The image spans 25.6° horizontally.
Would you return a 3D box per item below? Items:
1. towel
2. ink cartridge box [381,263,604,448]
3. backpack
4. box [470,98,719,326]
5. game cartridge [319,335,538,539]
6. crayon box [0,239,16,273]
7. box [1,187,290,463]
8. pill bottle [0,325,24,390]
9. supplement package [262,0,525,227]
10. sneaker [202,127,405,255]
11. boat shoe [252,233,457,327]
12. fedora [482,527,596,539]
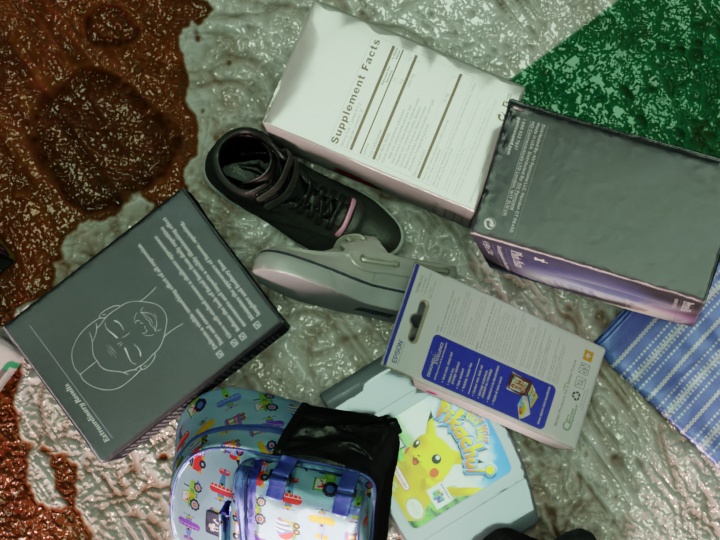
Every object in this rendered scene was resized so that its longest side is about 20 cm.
[{"bbox_3d":[0.326,0.083,1.426,0.200,0.024,0.145,43,88,4],"label":"towel"},{"bbox_3d":[0.113,0.076,1.379,0.199,0.037,0.095,25,75,-20],"label":"ink cartridge box"},{"bbox_3d":[-0.077,0.198,1.349,0.198,0.135,0.184,13,121,10],"label":"backpack"},{"bbox_3d":[0.208,-0.042,1.337,0.197,0.200,0.124,16,86,11],"label":"box"},{"bbox_3d":[0.068,0.163,1.418,0.133,0.040,0.201,-31,85,-5],"label":"game cartridge"},{"bbox_3d":[-0.392,-0.066,1.362,0.058,0.200,0.173,-41,85,-2],"label":"crayon box"},{"bbox_3d":[-0.184,0.051,1.395,0.199,0.107,0.149,-37,86,-3],"label":"box"},{"bbox_3d":[-0.396,0.119,1.390,0.113,0.113,0.201,36,86,4],"label":"pill bottle"},{"bbox_3d":[0.029,-0.135,1.401,0.199,0.121,0.121,23,86,3],"label":"supplement package"},{"bbox_3d":[-0.053,-0.063,1.407,0.199,0.099,0.071,26,84,2],"label":"sneaker"},{"bbox_3d":[0.000,0.000,1.390,0.198,0.072,0.066,13,74,-22],"label":"boat shoe"},{"bbox_3d":[0.121,0.296,1.361,0.091,0.200,0.202,28,85,33],"label":"fedora"}]
